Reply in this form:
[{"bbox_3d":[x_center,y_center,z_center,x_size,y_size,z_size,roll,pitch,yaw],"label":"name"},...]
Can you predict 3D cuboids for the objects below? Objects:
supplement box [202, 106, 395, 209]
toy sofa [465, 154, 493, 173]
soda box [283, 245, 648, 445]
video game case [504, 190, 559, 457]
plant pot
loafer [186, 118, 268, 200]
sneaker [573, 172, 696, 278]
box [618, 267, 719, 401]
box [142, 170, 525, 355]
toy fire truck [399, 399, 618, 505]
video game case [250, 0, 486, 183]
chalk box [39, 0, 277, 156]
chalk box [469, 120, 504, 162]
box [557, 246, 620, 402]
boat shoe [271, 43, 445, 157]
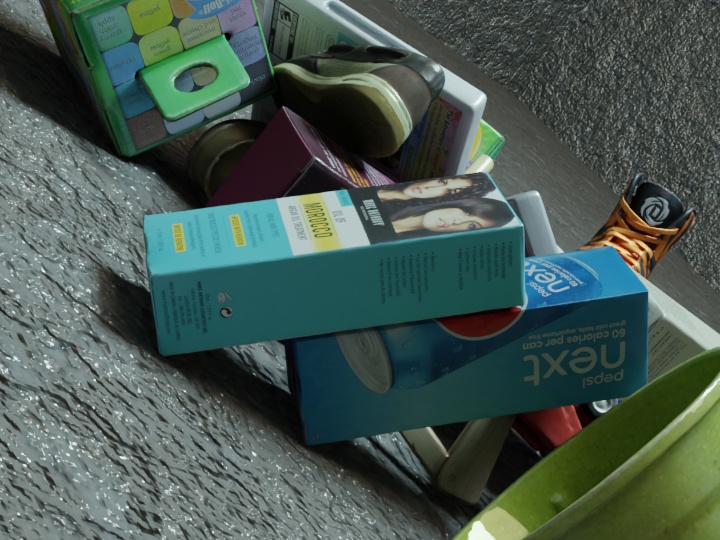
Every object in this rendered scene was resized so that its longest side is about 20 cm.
[{"bbox_3d":[0.000,0.000,0.957,0.200,0.110,0.086,33,15,-29],"label":"supplement box"},{"bbox_3d":[0.008,-0.123,1.158,0.200,0.098,0.083,44,57,2],"label":"toy sofa"},{"bbox_3d":[0.058,0.041,0.830,0.199,0.068,0.064,-8,26,-9],"label":"soda box"},{"bbox_3d":[0.125,0.046,1.027,0.182,0.022,0.201,180,-108,-84],"label":"video game case"},{"bbox_3d":[0.163,0.171,0.737,0.185,0.200,0.200,52,14,3],"label":"plant pot"},{"bbox_3d":[-0.037,-0.040,1.060,0.199,0.076,0.067,31,9,-33],"label":"loafer"},{"bbox_3d":[0.194,-0.017,1.120,0.077,0.112,0.200,36,23,7],"label":"sneaker"},{"bbox_3d":[0.235,0.079,1.038,0.200,0.068,0.082,34,16,-30],"label":"box"},{"bbox_3d":[-0.016,-0.006,0.801,0.199,0.049,0.082,-8,26,-8],"label":"box"},{"bbox_3d":[0.085,0.098,0.895,0.049,0.140,0.201,130,-60,-75],"label":"toy fire truck"},{"bbox_3d":[-0.003,-0.104,1.094,0.182,0.201,0.024,35,55,15],"label":"video game case"},{"bbox_3d":[-0.142,-0.173,1.006,0.200,0.124,0.124,52,-18,45],"label":"chalk box"},{"bbox_3d":[0.045,-0.097,1.287,0.200,0.124,0.124,39,-1,0],"label":"chalk box"},{"bbox_3d":[0.154,0.057,1.197,0.200,0.119,0.042,48,-25,37],"label":"box"},{"bbox_3d":[-0.003,-0.119,0.993,0.072,0.066,0.201,62,-16,-19],"label":"boat shoe"}]
